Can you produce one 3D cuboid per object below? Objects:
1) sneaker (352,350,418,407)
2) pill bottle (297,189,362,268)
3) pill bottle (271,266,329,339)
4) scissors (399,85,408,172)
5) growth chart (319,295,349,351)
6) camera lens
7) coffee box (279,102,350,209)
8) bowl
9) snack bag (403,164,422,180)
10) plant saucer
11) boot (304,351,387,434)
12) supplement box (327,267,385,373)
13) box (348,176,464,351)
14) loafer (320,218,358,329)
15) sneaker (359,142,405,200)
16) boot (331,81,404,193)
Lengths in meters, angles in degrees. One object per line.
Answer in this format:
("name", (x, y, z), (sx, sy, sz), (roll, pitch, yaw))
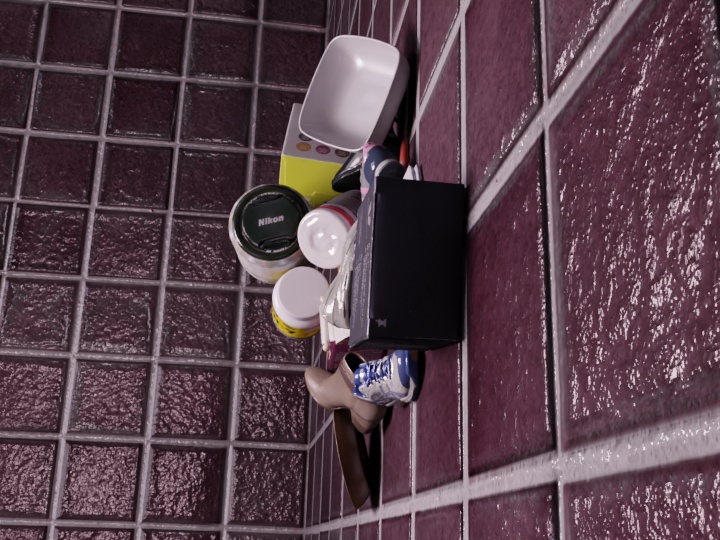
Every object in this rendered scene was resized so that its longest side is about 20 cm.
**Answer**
("sneaker", (0.036, 0.167, 1.342), (0.200, 0.088, 0.076), (111, 164, -64))
("pill bottle", (-0.022, -0.085, 1.619), (0.200, 0.110, 0.111), (-37, -41, -57))
("pill bottle", (-0.111, 0.061, 1.669), (0.200, 0.114, 0.115), (113, 159, -75))
("scissors", (0.079, -0.228, 1.532), (0.073, 0.014, 0.201), (-116, 32, -82))
("growth chart", (0.003, 0.054, 1.484), (0.200, 0.018, 0.145), (-27, 41, 31))
("camera lens", (-0.165, -0.066, 1.693), (0.200, 0.159, 0.161), (95, 177, -76))
("coffee box", (-0.063, -0.200, 1.845), (0.198, 0.199, 0.200), (-83, 3, -48))
("bowl", (-0.002, -0.308, 1.566), (0.199, 0.075, 0.201), (26, 97, 42))
("snack bag", (0.061, -0.039, 1.386), (0.200, 0.021, 0.189), (-94, 22, -47))
("plant saucer", (-0.011, 0.346, 1.657), (0.200, 0.037, 0.201), (-12, -90, -86))
("boot", (-0.025, 0.199, 1.577), (0.200, 0.070, 0.147), (37, 142, 27))
("supplement box", (-0.003, 0.093, 1.646), (0.200, 0.103, 0.131), (101, 170, -50))
("box", (0.056, 0.000, 1.142), (0.200, 0.117, 0.198), (127, 147, -80))
("loafer", (0.000, 0.000, 1.435), (0.070, 0.070, 0.201), (24, 96, 41))
("sneaker", (0.031, -0.135, 1.515), (0.082, 0.070, 0.200), (54, 153, 32))
("boot", (0.009, -0.253, 1.658), (0.198, 0.073, 0.163), (-32, 57, 48))
